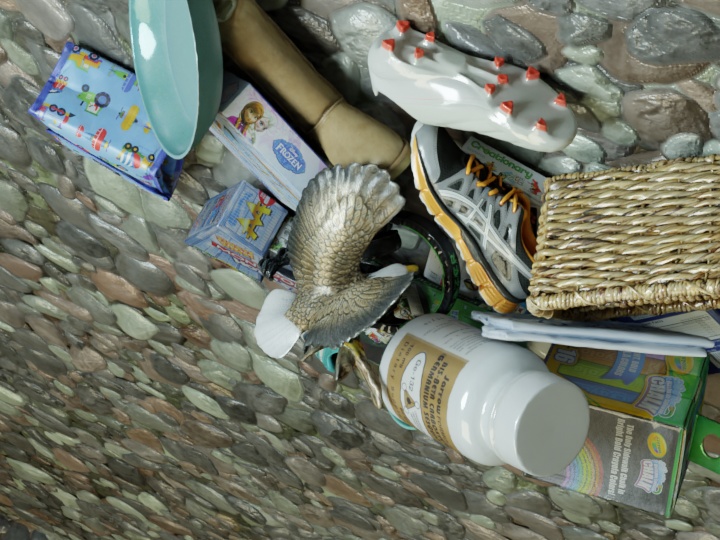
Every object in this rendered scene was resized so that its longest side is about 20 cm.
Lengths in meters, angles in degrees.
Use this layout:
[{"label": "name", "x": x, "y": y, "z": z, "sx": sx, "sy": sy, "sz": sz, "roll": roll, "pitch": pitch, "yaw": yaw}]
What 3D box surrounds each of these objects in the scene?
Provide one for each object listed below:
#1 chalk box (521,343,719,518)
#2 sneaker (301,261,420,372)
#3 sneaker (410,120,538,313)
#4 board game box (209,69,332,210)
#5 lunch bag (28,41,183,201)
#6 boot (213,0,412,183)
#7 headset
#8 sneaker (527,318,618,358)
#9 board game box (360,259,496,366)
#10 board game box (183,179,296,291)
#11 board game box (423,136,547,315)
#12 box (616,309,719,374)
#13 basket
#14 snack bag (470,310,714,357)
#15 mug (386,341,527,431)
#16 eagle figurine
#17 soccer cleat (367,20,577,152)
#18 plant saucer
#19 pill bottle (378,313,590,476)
[{"label": "chalk box", "x": 0.274, "y": 0.149, "z": 1.423, "sx": 0.199, "sy": 0.124, "sz": 0.125, "roll": 14, "pitch": 129, "yaw": 17}, {"label": "sneaker", "x": 0.008, "y": 0.050, "z": 1.603, "sx": 0.200, "sy": 0.077, "sz": 0.080, "roll": -38, "pitch": 77, "yaw": 47}, {"label": "sneaker", "x": 0.113, "y": -0.059, "z": 1.311, "sx": 0.077, "sy": 0.078, "sz": 0.200, "roll": -26, "pitch": 109, "yaw": 26}, {"label": "board game box", "x": -0.093, "y": -0.122, "z": 1.412, "sx": 0.200, "sy": 0.041, "sz": 0.199, "roll": 46, "pitch": 174, "yaw": -31}, {"label": "lunch bag", "x": -0.270, "y": -0.148, "z": 1.592, "sx": 0.150, "sy": 0.094, "sz": 0.200, "roll": 27, "pitch": 165, "yaw": 0}, {"label": "boot", "x": -0.057, "y": -0.167, "z": 1.312, "sx": 0.200, "sy": 0.066, "sz": 0.175, "roll": 46, "pitch": 172, "yaw": -31}, {"label": "headset", "x": 0.000, "y": 0.000, "z": 1.448, "sx": 0.199, "sy": 0.094, "sz": 0.124, "roll": 10, "pitch": 111, "yaw": 27}, {"label": "sneaker", "x": 0.265, "y": 0.091, "z": 1.499, "sx": 0.199, "sy": 0.073, "sz": 0.085, "roll": 25, "pitch": 155, "yaw": 9}, {"label": "board game box", "x": 0.059, "y": 0.061, "z": 1.492, "sx": 0.200, "sy": 0.105, "sz": 0.023, "roll": 24, "pitch": -166, "yaw": 29}, {"label": "board game box", "x": -0.099, "y": -0.029, "z": 1.590, "sx": 0.199, "sy": 0.062, "sz": 0.200, "roll": 28, "pitch": 169, "yaw": 1}, {"label": "board game box", "x": 0.136, "y": -0.030, "z": 1.410, "sx": 0.126, "sy": 0.035, "sz": 0.200, "roll": 31, "pitch": 146, "yaw": 12}, {"label": "box", "x": 0.296, "y": 0.030, "z": 1.409, "sx": 0.200, "sy": 0.032, "sz": 0.121, "roll": 40, "pitch": 151, "yaw": -20}, {"label": "basket", "x": 0.256, "y": 0.004, "z": 1.228, "sx": 0.199, "sy": 0.149, "sz": 0.143, "roll": -7, "pitch": 140, "yaw": 24}, {"label": "snack bag", "x": 0.201, "y": 0.057, "z": 1.325, "sx": 0.188, "sy": 0.022, "sz": 0.200, "roll": 4, "pitch": -179, "yaw": -8}, {"label": "mug", "x": 0.115, "y": 0.109, "z": 1.566, "sx": 0.114, "sy": 0.153, "sz": 0.185, "roll": 9, "pitch": -166, "yaw": -30}, {"label": "eagle figurine", "x": -0.013, "y": 0.013, "z": 1.319, "sx": 0.151, "sy": 0.151, "sz": 0.200, "roll": 31, "pitch": 157, "yaw": 16}, {"label": "soccer cleat", "x": 0.096, "y": -0.149, "z": 1.246, "sx": 0.200, "sy": 0.069, "sz": 0.078, "roll": 28, "pitch": 145, "yaw": 17}, {"label": "plant saucer", "x": -0.164, "y": -0.202, "z": 1.297, "sx": 0.036, "sy": 0.201, "sz": 0.200, "roll": -11, "pitch": 164, "yaw": -23}, {"label": "pill bottle", "x": 0.115, "y": 0.118, "z": 1.341, "sx": 0.114, "sy": 0.114, "sz": 0.200, "roll": 47, "pitch": 166, "yaw": -33}]
